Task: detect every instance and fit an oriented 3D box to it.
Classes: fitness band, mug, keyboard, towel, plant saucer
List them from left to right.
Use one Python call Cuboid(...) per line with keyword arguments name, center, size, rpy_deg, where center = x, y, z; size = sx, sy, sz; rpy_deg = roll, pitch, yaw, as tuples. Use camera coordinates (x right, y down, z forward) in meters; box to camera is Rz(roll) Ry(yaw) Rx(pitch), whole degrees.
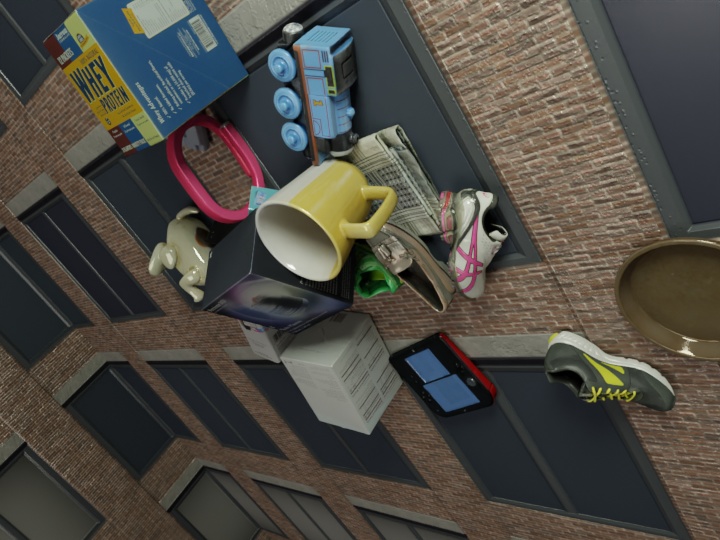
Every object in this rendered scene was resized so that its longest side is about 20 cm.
Cuboid(name="fitness band", center=(-0.251, -0.180, 1.093), size=(0.037, 0.144, 0.201), rpy_deg=(-12, 120, 47))
Cuboid(name="keyboard", center=(-0.239, -0.051, 1.255), size=(0.198, 0.129, 0.021), rpy_deg=(14, 166, 34))
Cuboid(name="mug", center=(-0.041, -0.082, 0.939), size=(0.185, 0.154, 0.151), rpy_deg=(26, 143, 14))
Cuboid(name="towel", center=(0.035, -0.121, 0.983), size=(0.198, 0.035, 0.194), rpy_deg=(-11, 121, 48))
Cuboid(name="plant saucer", center=(0.427, 0.034, 0.787), size=(0.198, 0.030, 0.202), rpy_deg=(26, 144, 20))

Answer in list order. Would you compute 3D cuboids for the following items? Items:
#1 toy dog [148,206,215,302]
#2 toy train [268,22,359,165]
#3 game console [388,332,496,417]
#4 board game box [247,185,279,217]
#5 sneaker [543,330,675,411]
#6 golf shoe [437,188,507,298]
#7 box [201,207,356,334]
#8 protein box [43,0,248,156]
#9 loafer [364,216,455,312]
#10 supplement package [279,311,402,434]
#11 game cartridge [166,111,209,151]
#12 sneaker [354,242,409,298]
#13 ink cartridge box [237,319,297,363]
Cuboid(name="toy dog", center=(-0.336, -0.028, 1.378), size=(0.198, 0.139, 0.196), rpy_deg=(28, 108, 19))
Cuboid(name="toy train", center=(-0.060, -0.247, 0.885), size=(0.113, 0.087, 0.202), rpy_deg=(15, 134, 24))
Cuboid(name="game console", center=(0.161, 0.214, 1.239), size=(0.177, 0.031, 0.200), rpy_deg=(45, 145, -7))
Cuboid(name="board game box", center=(-0.128, -0.067, 1.102), size=(0.148, 0.048, 0.200), rpy_deg=(8, 155, -10))
Cuboid(name="sneaker", center=(0.370, 0.173, 0.944), size=(0.198, 0.085, 0.075), rpy_deg=(24, 144, 23))
Cuboid(name="golf shoe", center=(0.172, -0.031, 0.917), size=(0.091, 0.073, 0.202), rpy_deg=(-1, 136, 19))
Cuboid(name="box", center=(-0.143, 0.012, 1.072), size=(0.196, 0.125, 0.199), rpy_deg=(19, 150, -30))
Cuboid(name="protein box", center=(-0.321, -0.323, 0.950), size=(0.134, 0.200, 0.200), rpy_deg=(-4, 126, 46))
Cuboid(name="loafer", center=(0.081, -0.008, 1.005), size=(0.199, 0.063, 0.072), rpy_deg=(37, 142, -20))
Cuboid(name="supplement package", center=(-0.036, 0.210, 1.314), size=(0.150, 0.151, 0.202), rpy_deg=(3, 131, 40))
Cuboid(name="game cartridge", center=(-0.372, -0.310, 1.162), size=(0.198, 0.041, 0.134), rpy_deg=(25, 146, 22))
Cuboid(name="sneaker", center=(0.000, 0.000, 1.107), size=(0.198, 0.084, 0.075), rpy_deg=(4, 132, 42))
Cuboid(name="ink cartridge box", center=(-0.186, 0.067, 1.304), size=(0.083, 0.145, 0.202), rpy_deg=(15, 139, 34))
